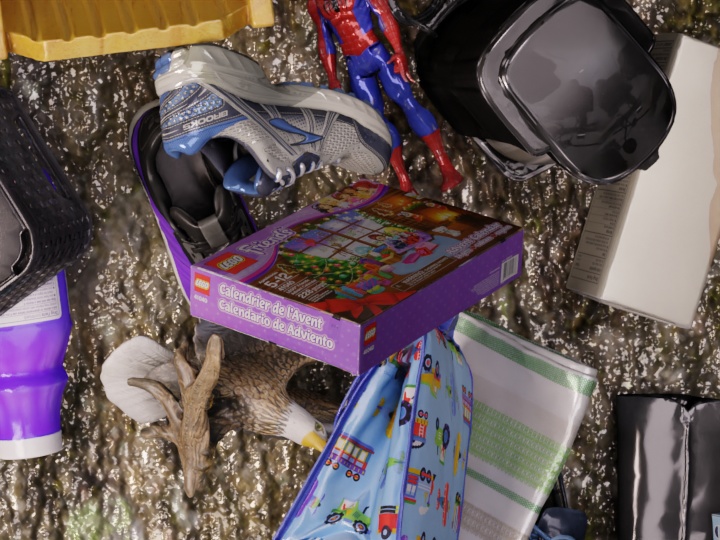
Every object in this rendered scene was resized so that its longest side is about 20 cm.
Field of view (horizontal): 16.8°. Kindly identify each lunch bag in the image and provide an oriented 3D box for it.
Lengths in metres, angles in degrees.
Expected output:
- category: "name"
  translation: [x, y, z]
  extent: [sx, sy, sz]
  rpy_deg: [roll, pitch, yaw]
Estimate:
- category: "lunch bag"
  translation: [0.032, 0.120, 1.669]
  extent: [0.093, 0.151, 0.202]
  rpy_deg: [15, 79, 21]

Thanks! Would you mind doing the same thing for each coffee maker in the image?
- category: "coffee maker"
  translation: [0.109, -0.144, 1.696]
  extent: [0.191, 0.200, 0.136]
  rpy_deg: [24, 89, -12]

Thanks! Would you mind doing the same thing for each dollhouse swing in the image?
- category: "dollhouse swing"
  translation: [-0.172, -0.262, 1.658]
  extent: [0.198, 0.182, 0.177]
  rpy_deg: [-7, 116, -10]

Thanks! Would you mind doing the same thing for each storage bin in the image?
- category: "storage bin"
  translation: [-0.298, -0.019, 1.633]
  extent: [0.199, 0.094, 0.136]
  rpy_deg: [-34, 85, 21]

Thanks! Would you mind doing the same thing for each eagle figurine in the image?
- category: "eagle figurine"
  translation: [-0.063, 0.078, 1.693]
  extent: [0.200, 0.151, 0.152]
  rpy_deg: [-32, 93, -49]

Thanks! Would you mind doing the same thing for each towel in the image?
- category: "towel"
  translation: [0.075, 0.137, 1.746]
  extent: [0.031, 0.149, 0.201]
  rpy_deg: [27, 88, -47]

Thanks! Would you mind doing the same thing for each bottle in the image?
- category: "bottle"
  translation: [-0.244, 0.030, 1.710]
  extent: [0.083, 0.065, 0.202]
  rpy_deg: [-8, 96, -5]

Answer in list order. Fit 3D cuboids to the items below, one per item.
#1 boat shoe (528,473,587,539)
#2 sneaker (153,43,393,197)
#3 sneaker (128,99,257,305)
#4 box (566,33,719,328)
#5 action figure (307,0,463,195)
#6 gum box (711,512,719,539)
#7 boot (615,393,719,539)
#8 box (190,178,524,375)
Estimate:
- category: "boat shoe"
  translation: [0.129, 0.185, 1.746]
  extent: [0.068, 0.084, 0.201]
  rpy_deg: [-25, 71, 23]
- category: "sneaker"
  translation: [-0.062, -0.086, 1.678]
  extent: [0.199, 0.077, 0.086]
  rpy_deg: [16, 69, -36]
- category: "sneaker"
  translation: [-0.105, -0.024, 1.714]
  extent: [0.069, 0.100, 0.201]
  rpy_deg: [-29, 100, -6]
- category: "box"
  translation: [0.224, -0.066, 1.779]
  extent: [0.077, 0.095, 0.202]
  rpy_deg: [17, 92, -12]
- category: "action figure"
  translation: [0.009, -0.144, 1.749]
  extent: [0.065, 0.052, 0.201]
  rpy_deg: [-21, 97, 26]
- category: "gum box"
  translation: [0.346, 0.271, 1.826]
  extent: [0.169, 0.044, 0.202]
  rpy_deg: [-7, 97, -30]
- category: "boot"
  translation: [0.197, 0.190, 1.805]
  extent: [0.163, 0.066, 0.202]
  rpy_deg: [3, 97, -19]
- category: "box"
  translation: [0.000, 0.000, 1.613]
  extent: [0.136, 0.200, 0.039]
  rpy_deg: [18, 118, 30]
